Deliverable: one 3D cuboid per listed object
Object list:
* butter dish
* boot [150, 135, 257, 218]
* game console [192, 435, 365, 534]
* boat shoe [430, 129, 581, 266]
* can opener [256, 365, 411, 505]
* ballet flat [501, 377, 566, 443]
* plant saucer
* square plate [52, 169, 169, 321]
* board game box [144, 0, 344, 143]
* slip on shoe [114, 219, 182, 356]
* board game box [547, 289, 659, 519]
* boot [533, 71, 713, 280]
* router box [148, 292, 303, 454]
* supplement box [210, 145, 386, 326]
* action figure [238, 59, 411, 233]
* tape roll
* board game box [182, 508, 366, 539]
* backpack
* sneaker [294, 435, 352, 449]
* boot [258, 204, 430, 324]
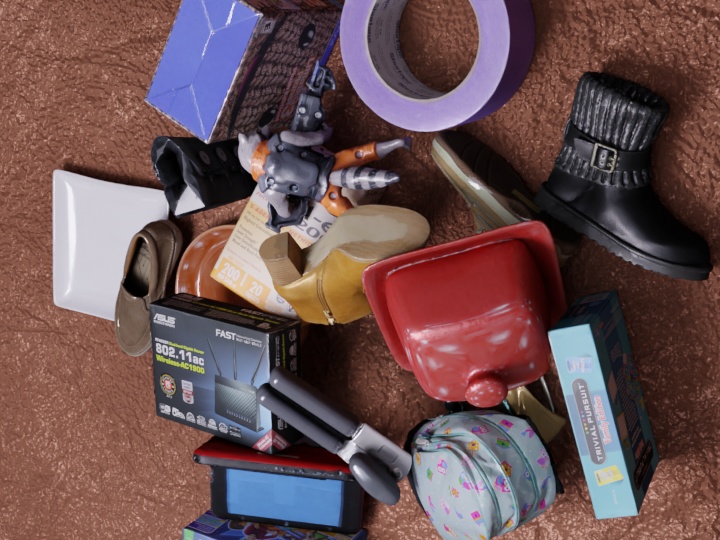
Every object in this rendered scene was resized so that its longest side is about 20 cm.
[{"bbox_3d":[0.119,0.071,1.120,0.199,0.148,0.200,-14,138,8],"label":"butter dish"},{"bbox_3d":[-0.185,-0.150,1.295,0.066,0.200,0.165,-38,84,30],"label":"boot"},{"bbox_3d":[-0.096,0.272,1.332,0.199,0.172,0.120,6,90,4],"label":"game console"},{"bbox_3d":[0.147,-0.069,1.218,0.200,0.072,0.076,45,131,12],"label":"boat shoe"},{"bbox_3d":[-0.026,0.181,1.223,0.200,0.067,0.053,37,105,-6],"label":"can opener"},{"bbox_3d":[0.167,0.109,1.263,0.063,0.069,0.201,-33,88,2],"label":"ballet flat"},{"bbox_3d":[-0.151,0.037,1.422,0.199,0.032,0.202,7,104,27],"label":"plant saucer"},{"bbox_3d":[-0.341,-0.028,1.508,0.199,0.028,0.199,12,107,25],"label":"square plate"},{"bbox_3d":[-0.125,-0.245,1.239,0.097,0.200,0.160,35,117,15],"label":"board game box"},{"bbox_3d":[-0.290,0.028,1.444,0.076,0.061,0.201,32,116,16],"label":"slip on shoe"},{"bbox_3d":[0.259,0.137,1.156,0.047,0.151,0.201,-12,96,25],"label":"board game box"},{"bbox_3d":[0.290,-0.097,1.125,0.210,0.079,0.158,31,115,19],"label":"boot"},{"bbox_3d":[-0.162,0.119,1.315,0.199,0.062,0.151,10,109,34],"label":"router box"},{"bbox_3d":[-0.075,-0.048,1.312,0.126,0.073,0.201,32,103,15],"label":"supplement box"},{"bbox_3d":[-0.043,-0.133,1.208,0.192,0.105,0.201,9,93,6],"label":"action figure"},{"bbox_3d":[0.083,-0.255,1.194,0.199,0.085,0.201,7,105,27],"label":"tape roll"},{"bbox_3d":[-0.110,0.348,1.417,0.199,0.135,0.035,14,110,26],"label":"board game box"},{"bbox_3d":[0.135,0.233,1.227,0.167,0.126,0.200,60,155,-1],"label":"backpack"},{"bbox_3d":[-0.109,0.206,1.402,0.200,0.071,0.113,39,119,-4],"label":"sneaker"},{"bbox_3d":[-0.001,0.001,1.202,0.200,0.144,0.071,-8,56,20],"label":"boot"}]
